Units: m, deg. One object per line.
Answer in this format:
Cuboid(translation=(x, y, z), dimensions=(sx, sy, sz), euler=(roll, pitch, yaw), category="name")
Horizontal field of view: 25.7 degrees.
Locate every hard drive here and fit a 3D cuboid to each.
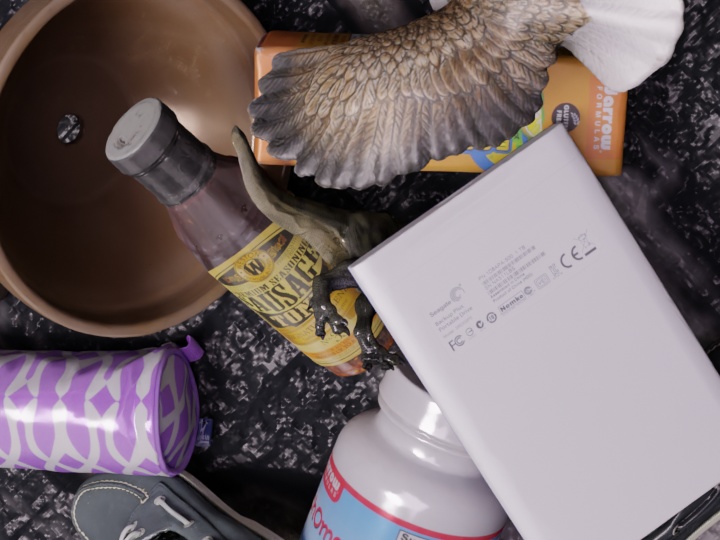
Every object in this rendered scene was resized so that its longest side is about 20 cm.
Cuboid(translation=(0.102, 0.045, 0.814), dimensions=(0.131, 0.025, 0.201), euler=(-34, 97, -5), category="hard drive")

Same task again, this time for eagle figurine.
Cuboid(translation=(0.043, -0.132, 0.757), dimensions=(0.198, 0.151, 0.153), euler=(-11, 70, -18), category="eagle figurine")

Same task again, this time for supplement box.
Cuboid(translation=(0.043, -0.091, 0.849), dimensions=(0.197, 0.069, 0.067), euler=(1, 105, 0), category="supplement box")

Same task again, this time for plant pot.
Cuboid(translation=(-0.141, -0.072, 0.876), dimensions=(0.092, 0.199, 0.203), euler=(20, 113, 49), category="plant pot")

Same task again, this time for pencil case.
Cuboid(translation=(-0.193, 0.078, 0.957), dimensions=(0.197, 0.084, 0.086), euler=(1, 70, 11), category="pencil case")

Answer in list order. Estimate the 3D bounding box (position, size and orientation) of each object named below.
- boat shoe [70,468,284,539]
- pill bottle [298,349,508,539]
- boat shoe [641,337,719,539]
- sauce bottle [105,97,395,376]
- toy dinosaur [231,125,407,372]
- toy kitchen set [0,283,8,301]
Cuboid(translation=(-0.116, 0.162, 0.928), dimensions=(0.199, 0.061, 0.074), euler=(17, 102, 42), category="boat shoe")
Cuboid(translation=(0.023, 0.152, 0.909), dimensions=(0.108, 0.109, 0.202), euler=(22, 108, 7), category="pill bottle")
Cuboid(translation=(0.168, 0.106, 0.875), dimensions=(0.200, 0.066, 0.075), euler=(-53, 49, 25), category="boat shoe")
Cuboid(translation=(-0.057, -0.016, 0.860), dimensions=(0.066, 0.066, 0.200), euler=(-37, 126, 19), category="sauce bottle")
Cuboid(translation=(0.000, 0.000, 0.842), dimensions=(0.047, 0.199, 0.089), euler=(-17, 60, 44), category="toy dinosaur")
Cuboid(translation=(-0.280, -0.083, 0.889), dimensions=(0.199, 0.163, 0.181), euler=(34, 109, 2), category="toy kitchen set")
